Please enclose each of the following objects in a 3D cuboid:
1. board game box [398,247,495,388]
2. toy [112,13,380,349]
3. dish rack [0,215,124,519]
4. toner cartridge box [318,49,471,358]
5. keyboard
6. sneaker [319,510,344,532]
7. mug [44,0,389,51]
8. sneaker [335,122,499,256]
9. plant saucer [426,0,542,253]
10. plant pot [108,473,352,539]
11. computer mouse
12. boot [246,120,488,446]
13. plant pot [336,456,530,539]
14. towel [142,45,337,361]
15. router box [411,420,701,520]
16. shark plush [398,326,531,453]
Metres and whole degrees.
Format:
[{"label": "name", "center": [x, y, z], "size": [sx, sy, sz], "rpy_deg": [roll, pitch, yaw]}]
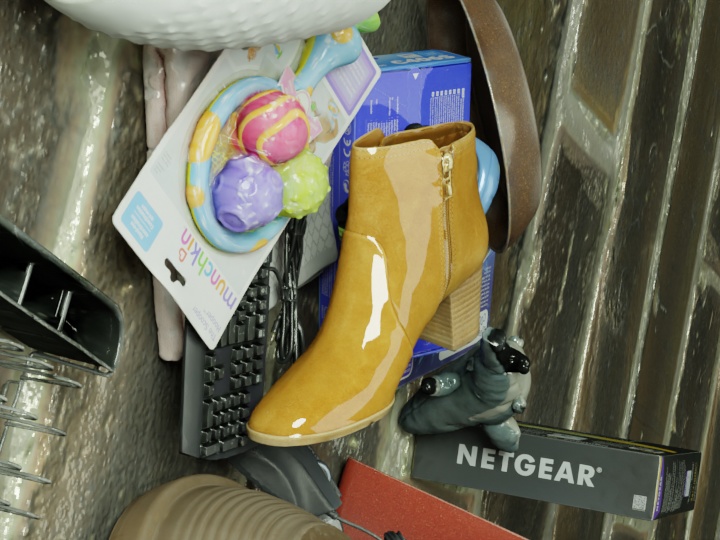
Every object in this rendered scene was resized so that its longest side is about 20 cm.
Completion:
[{"label": "board game box", "center": [0.052, 0.006, 1.271], "size": [0.200, 0.034, 0.136], "rpy_deg": [-17, 114, -65]}, {"label": "toy", "center": [-0.041, -0.068, 0.895], "size": [0.201, 0.047, 0.115], "rpy_deg": [-63, 143, -26]}, {"label": "dish rack", "center": [-0.181, 0.083, 0.728], "size": [0.153, 0.054, 0.201], "rpy_deg": [46, 56, -61]}, {"label": "toner cartridge box", "center": [0.022, -0.041, 1.124], "size": [0.095, 0.043, 0.201], "rpy_deg": [-11, 111, -34]}, {"label": "keyboard", "center": [-0.059, 0.002, 0.950], "size": [0.127, 0.021, 0.201], "rpy_deg": [-15, 112, -62]}, {"label": "sneaker", "center": [-0.041, 0.238, 1.106], "size": [0.112, 0.077, 0.201], "rpy_deg": [-13, 115, -74]}, {"label": "mug", "center": [-0.084, -0.197, 0.773], "size": [0.175, 0.147, 0.201], "rpy_deg": [-21, 87, -53]}, {"label": "sneaker", "center": [0.011, -0.003, 1.069], "size": [0.200, 0.082, 0.071], "rpy_deg": [-62, -171, 5]}, {"label": "plant saucer", "center": [0.088, -0.113, 1.176], "size": [0.200, 0.034, 0.201], "rpy_deg": [167, -90, -84]}, {"label": "plant pot", "center": [-0.045, 0.200, 0.933], "size": [0.201, 0.092, 0.202], "rpy_deg": [44, 33, -39]}, {"label": "computer mouse", "center": [-0.005, 0.142, 1.029], "size": [0.034, 0.200, 0.059], "rpy_deg": [-52, -166, 7]}, {"label": "boot", "center": [0.001, 0.000, 0.959], "size": [0.201, 0.071, 0.145], "rpy_deg": [-30, 123, -42]}, {"label": "plant pot", "center": [0.068, 0.268, 1.229], "size": [0.177, 0.199, 0.200], "rpy_deg": [-64, 155, -7]}, {"label": "towel", "center": [-0.062, -0.064, 0.986], "size": [0.200, 0.032, 0.192], "rpy_deg": [-38, 132, -60]}, {"label": "router box", "center": [0.161, 0.157, 1.372], "size": [0.157, 0.199, 0.053], "rpy_deg": [11, 87, -66]}, {"label": "shark plush", "center": [0.080, 0.089, 1.217], "size": [0.200, 0.083, 0.091], "rpy_deg": [138, -54, -80]}]
